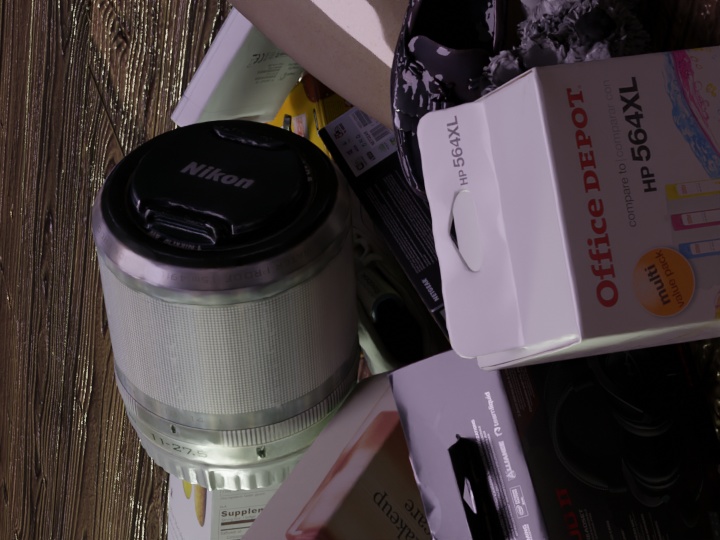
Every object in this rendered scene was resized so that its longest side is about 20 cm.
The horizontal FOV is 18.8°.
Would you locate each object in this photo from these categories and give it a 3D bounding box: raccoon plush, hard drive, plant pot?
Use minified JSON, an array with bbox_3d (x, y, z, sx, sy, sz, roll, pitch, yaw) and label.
[{"bbox_3d":[0.139,-0.086,1.199,0.096,0.134,0.200,-16,111,30],"label":"raccoon plush"},{"bbox_3d":[-0.045,-0.186,1.482,0.027,0.132,0.200,38,111,14],"label":"hard drive"},{"bbox_3d":[0.036,-0.163,1.328,0.200,0.187,0.188,53,149,24],"label":"plant pot"}]

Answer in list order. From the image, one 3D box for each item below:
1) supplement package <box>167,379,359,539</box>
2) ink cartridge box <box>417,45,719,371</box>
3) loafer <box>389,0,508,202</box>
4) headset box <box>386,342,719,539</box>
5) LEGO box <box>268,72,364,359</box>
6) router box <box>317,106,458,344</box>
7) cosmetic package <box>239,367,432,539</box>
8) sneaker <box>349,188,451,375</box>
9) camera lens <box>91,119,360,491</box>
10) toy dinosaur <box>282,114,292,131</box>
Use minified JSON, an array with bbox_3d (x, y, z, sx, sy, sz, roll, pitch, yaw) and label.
[{"bbox_3d":[-0.071,0.144,1.554,0.114,0.109,0.201,-124,33,-54],"label":"supplement package"},{"bbox_3d":[0.135,-0.029,1.030,0.125,0.199,0.129,155,106,-70],"label":"ink cartridge box"},{"bbox_3d":[0.051,-0.137,1.214,0.063,0.072,0.201,1,-82,-77],"label":"loafer"},{"bbox_3d":[0.107,0.105,1.136,0.077,0.200,0.149,-23,79,37],"label":"headset box"},{"bbox_3d":[-0.005,-0.040,1.598,0.149,0.077,0.201,153,108,-70],"label":"LEGO box"},{"bbox_3d":[0.059,0.001,1.366,0.157,0.052,0.200,55,-177,-42],"label":"router box"},{"bbox_3d":[0.007,0.157,1.310,0.087,0.200,0.103,-19,116,47],"label":"cosmetic package"},{"bbox_3d":[0.000,0.000,1.467,0.200,0.074,0.087,50,174,8],"label":"sneaker"},{"bbox_3d":[-0.081,0.018,1.374,0.160,0.159,0.200,-120,20,-47],"label":"camera lens"},{"bbox_3d":[-0.068,-0.028,1.598,0.088,0.047,0.201,26,122,49],"label":"toy dinosaur"}]
